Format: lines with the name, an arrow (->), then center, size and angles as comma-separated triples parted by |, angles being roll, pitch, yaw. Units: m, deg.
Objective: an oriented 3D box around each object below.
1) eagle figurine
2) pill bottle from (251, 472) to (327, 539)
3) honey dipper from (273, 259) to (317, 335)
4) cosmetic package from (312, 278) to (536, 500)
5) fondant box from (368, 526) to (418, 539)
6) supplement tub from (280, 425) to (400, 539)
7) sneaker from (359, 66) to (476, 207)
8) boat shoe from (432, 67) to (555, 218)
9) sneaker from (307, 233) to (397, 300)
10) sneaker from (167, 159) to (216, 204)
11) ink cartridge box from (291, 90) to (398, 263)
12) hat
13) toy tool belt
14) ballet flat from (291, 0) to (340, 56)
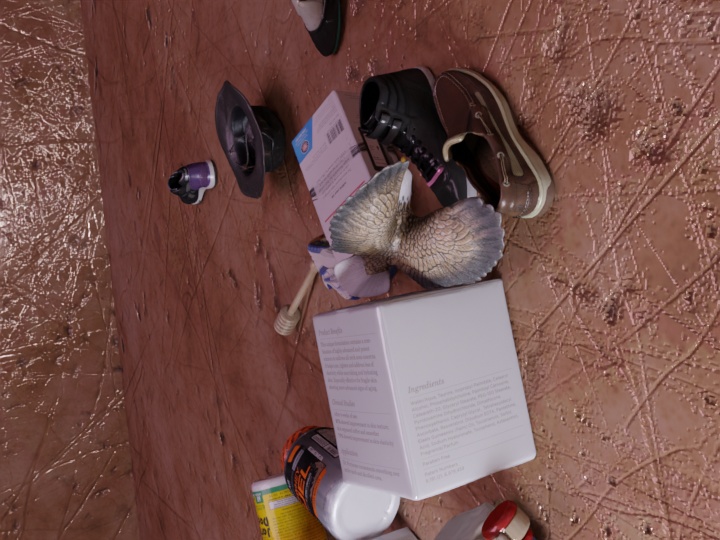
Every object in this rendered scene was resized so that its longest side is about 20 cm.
eagle figurine -> 0.040, -0.045, 0.816 | 0.152, 0.151, 0.200 | 66, 172, -13
pill bottle -> -0.119, 0.461, 1.386 | 0.113, 0.112, 0.202 | -33, 70, 60
honey dipper -> -0.102, 0.041, 1.312 | 0.038, 0.038, 0.200 | 64, 145, 28
cosmetic package -> 0.067, 0.127, 0.876 | 0.167, 0.165, 0.202 | -13, 87, 62
fondant box -> 0.013, 0.478, 1.108 | 0.058, 0.143, 0.202 | 36, 129, 54
supplement tub -> -0.038, 0.313, 1.178 | 0.200, 0.122, 0.124 | 19, 115, 60
sneaker -> 0.058, -0.139, 0.883 | 0.071, 0.098, 0.202 | -45, 60, 55
boat shoe -> 0.117, -0.136, 0.796 | 0.203, 0.074, 0.075 | 60, 146, 34
sneaker -> 0.000, 0.000, 1.086 | 0.200, 0.075, 0.089 | 21, 134, 61
sneaker -> -0.386, -0.194, 1.717 | 0.200, 0.087, 0.076 | -26, 75, 62
ink cartridge box -> -0.008, -0.118, 1.023 | 0.116, 0.067, 0.201 | -42, 60, 43
hat -> -0.172, -0.225, 1.316 | 0.201, 0.080, 0.202 | 45, 144, 46
toy tool belt -> 0.156, 0.319, 0.848 | 0.123, 0.125, 0.200 | 42, 148, 4
ballet flat -> -0.059, -0.389, 1.058 | 0.068, 0.068, 0.201 | 49, 139, 44
